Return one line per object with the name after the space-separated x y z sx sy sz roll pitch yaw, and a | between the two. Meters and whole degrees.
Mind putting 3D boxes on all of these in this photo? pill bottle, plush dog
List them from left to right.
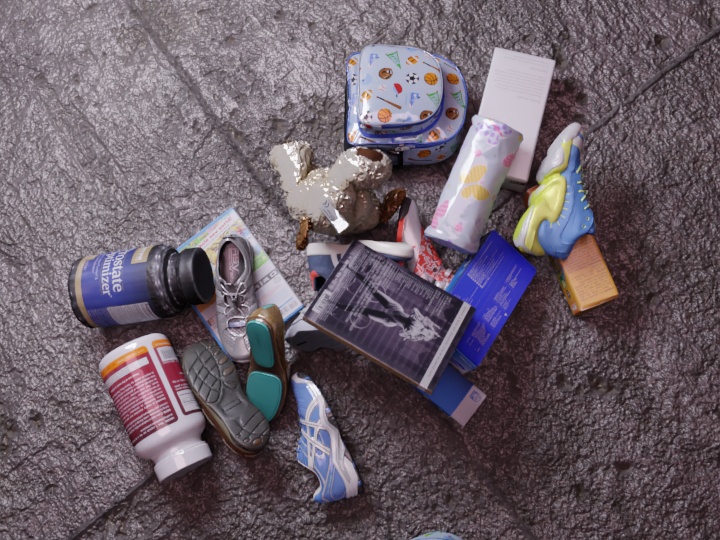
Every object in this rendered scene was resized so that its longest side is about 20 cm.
-0.330 0.021 1.326 0.198 0.112 0.113 -9 79 12 | pill bottle
-0.301 0.206 1.300 0.112 0.113 0.201 -28 78 0 | pill bottle
-0.031 -0.099 1.299 0.198 0.171 0.162 9 88 30 | plush dog

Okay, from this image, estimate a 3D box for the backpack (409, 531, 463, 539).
0.075 0.450 1.218 0.200 0.153 0.164 -39 75 19 | backpack

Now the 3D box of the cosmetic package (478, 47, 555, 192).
0.232 -0.233 1.355 0.101 0.074 0.202 15 83 8 | cosmetic package

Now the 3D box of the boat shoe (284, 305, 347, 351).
-0.060 0.073 1.266 0.073 0.200 0.067 27 73 -21 | boat shoe

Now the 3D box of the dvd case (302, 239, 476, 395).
0.042 0.060 1.185 0.199 0.016 0.149 29 57 7 | dvd case

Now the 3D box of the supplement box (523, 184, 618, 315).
0.315 -0.036 1.314 0.068 0.067 0.202 -24 78 0 | supplement box

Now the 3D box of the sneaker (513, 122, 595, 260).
0.302 -0.107 1.265 0.104 0.076 0.202 24 91 -2 | sneaker

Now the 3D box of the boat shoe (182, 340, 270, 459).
-0.208 0.200 1.308 0.075 0.074 0.201 -22 61 -27 | boat shoe

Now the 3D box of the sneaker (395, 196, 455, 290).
0.105 -0.009 1.329 0.107 0.067 0.204 3 82 3 | sneaker

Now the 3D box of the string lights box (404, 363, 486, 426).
0.078 0.133 1.257 0.199 0.103 0.059 39 85 -7 | string lights box

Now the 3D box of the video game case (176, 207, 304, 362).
-0.202 0.021 1.374 0.143 0.018 0.201 -37 79 -2 | video game case

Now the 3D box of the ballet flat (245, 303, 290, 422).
-0.134 0.134 1.301 0.067 0.072 0.202 11 124 20 | ballet flat

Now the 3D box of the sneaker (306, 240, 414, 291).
0.000 0.000 1.303 0.199 0.075 0.086 -2 86 45 | sneaker

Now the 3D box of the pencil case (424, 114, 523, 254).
0.165 -0.123 1.267 0.082 0.091 0.202 23 94 6 | pencil case

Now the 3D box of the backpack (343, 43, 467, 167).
0.070 -0.254 1.340 0.188 0.154 0.202 2 77 -5 | backpack

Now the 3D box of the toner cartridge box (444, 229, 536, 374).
0.172 0.043 1.271 0.095 0.043 0.200 41 59 -5 | toner cartridge box

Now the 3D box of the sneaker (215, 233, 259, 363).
-0.194 0.040 1.318 0.074 0.082 0.202 -11 80 3 | sneaker

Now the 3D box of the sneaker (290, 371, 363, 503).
-0.065 0.247 1.290 0.076 0.076 0.202 -23 77 -4 | sneaker
